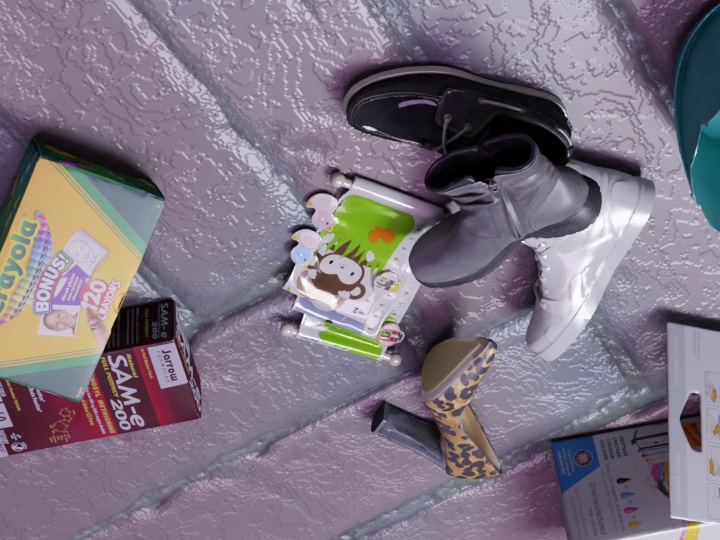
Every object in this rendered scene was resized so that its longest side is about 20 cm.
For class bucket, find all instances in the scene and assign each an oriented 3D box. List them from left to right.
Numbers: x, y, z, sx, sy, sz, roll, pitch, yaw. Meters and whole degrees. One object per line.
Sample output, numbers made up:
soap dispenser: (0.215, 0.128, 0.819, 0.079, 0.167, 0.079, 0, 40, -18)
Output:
bucket: (0.360, -0.135, 1.569, 0.206, 0.135, 0.208, -3, 131, -4)

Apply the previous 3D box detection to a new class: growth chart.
growth chart: (0.000, 0.000, 1.726, 0.144, 0.018, 0.200, 11, 126, -16)

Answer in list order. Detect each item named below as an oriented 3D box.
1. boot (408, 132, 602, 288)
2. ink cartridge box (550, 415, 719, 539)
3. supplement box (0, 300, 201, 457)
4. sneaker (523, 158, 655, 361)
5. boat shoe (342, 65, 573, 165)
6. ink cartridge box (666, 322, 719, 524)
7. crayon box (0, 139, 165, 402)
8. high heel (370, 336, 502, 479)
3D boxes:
boot: (0.093, -0.057, 1.599, 0.200, 0.070, 0.131, -28, 145, 31)
ink cartridge box: (0.307, 0.252, 1.886, 0.199, 0.147, 0.145, -11, 130, 3)
supplement box: (-0.258, 0.102, 1.758, 0.199, 0.061, 0.109, -12, 130, 3)
sneaker: (0.170, -0.016, 1.699, 0.115, 0.074, 0.200, 18, 117, -18)
boat shoe: (0.085, -0.126, 1.596, 0.199, 0.068, 0.072, 7, 131, -10)
ink cartridge box: (0.364, 0.159, 1.781, 0.173, 0.201, 0.044, 9, 155, -13)
crayon box: (-0.264, 0.001, 1.627, 0.118, 0.058, 0.201, 19, 103, -22)
high heel: (0.117, 0.133, 1.809, 0.142, 0.072, 0.200, 26, 140, -17)
